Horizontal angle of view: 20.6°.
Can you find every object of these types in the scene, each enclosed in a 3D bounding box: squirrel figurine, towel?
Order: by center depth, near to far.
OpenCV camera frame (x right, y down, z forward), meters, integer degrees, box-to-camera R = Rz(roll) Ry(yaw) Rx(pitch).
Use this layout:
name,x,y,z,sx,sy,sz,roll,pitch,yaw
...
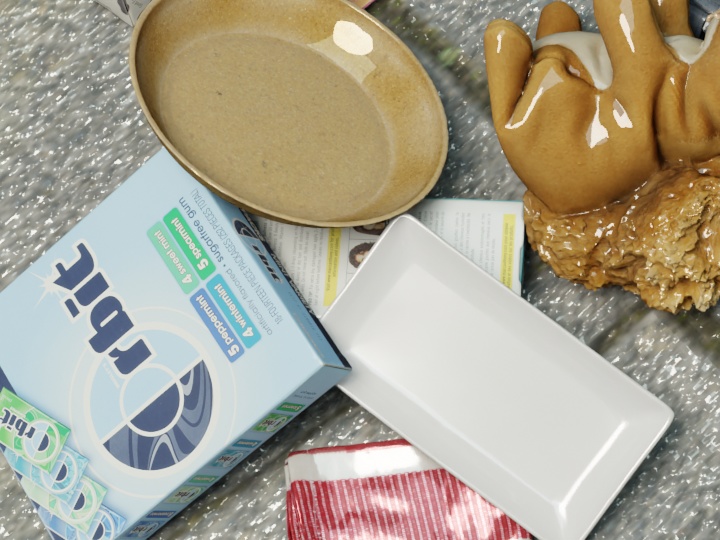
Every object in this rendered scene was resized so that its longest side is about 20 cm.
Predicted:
name,x,y,z,sx,sy,sz,roll,pitch,yaw
towel,0.033,0.193,1.149,0.144,0.023,0.201,-7,69,2
squirrel figurine,0.185,-0.077,1.159,0.186,0.141,0.201,-4,93,21

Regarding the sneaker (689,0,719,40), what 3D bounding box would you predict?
name,x,y,z,sx,sy,sz,roll,pitch,yaw
sneaker,0.227,-0.147,1.229,0.079,0.079,0.200,-25,58,-13

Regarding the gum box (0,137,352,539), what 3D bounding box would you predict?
name,x,y,z,sx,sy,sz,roll,pitch,yaw
gum box,-0.130,0.051,1.168,0.200,0.045,0.170,-40,70,15

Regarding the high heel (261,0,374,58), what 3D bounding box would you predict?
name,x,y,z,sx,sy,sz,roll,pitch,yaw
high heel,0.000,-0.173,1.260,0.199,0.067,0.096,-22,59,2

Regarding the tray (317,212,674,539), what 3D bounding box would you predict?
name,x,y,z,sx,sy,sz,roll,pitch,yaw
tray,0.073,0.065,1.155,0.200,0.022,0.108,37,96,3

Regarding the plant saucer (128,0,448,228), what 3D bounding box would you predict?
name,x,y,z,sx,sy,sz,roll,pitch,yaw
plant saucer,-0.046,-0.095,1.176,0.200,0.035,0.201,14,47,-16

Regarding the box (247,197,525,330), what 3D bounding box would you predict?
name,x,y,z,sx,sy,sz,roll,pitch,yaw
box,0.000,0.000,1.209,0.199,0.049,0.083,3,71,6

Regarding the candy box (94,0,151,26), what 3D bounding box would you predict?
name,x,y,z,sx,sy,sz,roll,pitch,yaw
candy box,-0.163,-0.291,1.322,0.168,0.072,0.200,32,75,15
